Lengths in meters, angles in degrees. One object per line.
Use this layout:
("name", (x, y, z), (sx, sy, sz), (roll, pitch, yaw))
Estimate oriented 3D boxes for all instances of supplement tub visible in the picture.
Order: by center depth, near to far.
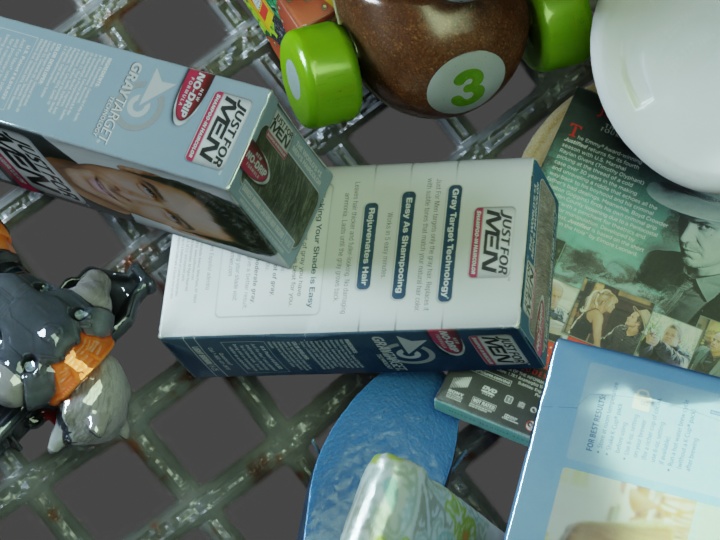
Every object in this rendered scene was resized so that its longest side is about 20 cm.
("supplement tub", (0.227, -0.132, 1.601), (0.145, 0.144, 0.200), (53, 38, 6))

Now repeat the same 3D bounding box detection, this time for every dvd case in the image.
("dvd case", (0.144, 0.012, 1.605), (0.146, 0.022, 0.200), (21, 71, 10))

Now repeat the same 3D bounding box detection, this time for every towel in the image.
("towel", (0.025, 0.202, 1.531), (0.048, 0.200, 0.172), (8, 73, 27))

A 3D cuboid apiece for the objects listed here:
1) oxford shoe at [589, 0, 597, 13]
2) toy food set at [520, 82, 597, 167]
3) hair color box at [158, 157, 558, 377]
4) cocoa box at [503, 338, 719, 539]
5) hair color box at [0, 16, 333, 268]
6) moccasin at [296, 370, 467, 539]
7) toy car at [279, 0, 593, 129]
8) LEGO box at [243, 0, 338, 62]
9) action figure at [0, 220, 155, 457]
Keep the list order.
("oxford shoe", (0.143, -0.170, 1.699), (0.199, 0.075, 0.058), (-21, 116, -10))
("toy food set", (0.175, -0.015, 1.672), (0.198, 0.049, 0.200), (28, 74, -1))
("hair color box", (0.000, 0.000, 1.590), (0.199, 0.061, 0.100), (-2, 65, 19))
("cocoa box", (0.138, 0.148, 1.484), (0.133, 0.131, 0.201), (14, 84, 10))
("hair color box", (-0.125, -0.071, 1.575), (0.200, 0.099, 0.061), (16, 72, 26))
("moccasin", (-0.005, 0.144, 1.601), (0.080, 0.068, 0.200), (23, 73, 6))
("toy car", (0.050, -0.162, 1.534), (0.164, 0.200, 0.158), (-14, 91, -15))
("LEGO box", (0.004, -0.230, 1.684), (0.200, 0.077, 0.149), (-33, 83, -14))
("action figure", (-0.209, 0.041, 1.579), (0.193, 0.105, 0.200), (32, 72, 10))
